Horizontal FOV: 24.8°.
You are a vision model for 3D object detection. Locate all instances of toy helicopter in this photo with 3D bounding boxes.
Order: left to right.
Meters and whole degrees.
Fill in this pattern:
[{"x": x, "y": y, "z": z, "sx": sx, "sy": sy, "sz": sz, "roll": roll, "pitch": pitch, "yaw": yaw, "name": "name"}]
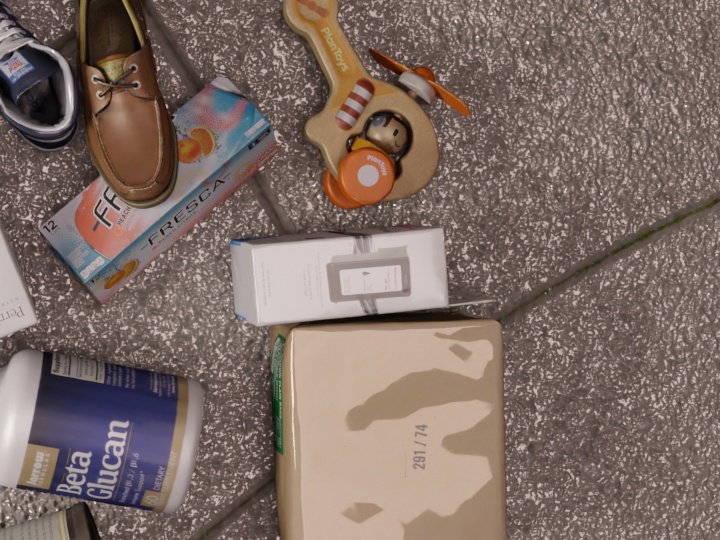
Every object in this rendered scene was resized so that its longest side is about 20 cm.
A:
[{"x": 0.003, "y": -0.155, "z": 1.368, "sx": 0.132, "sy": 0.079, "sz": 0.201, "roll": -29, "pitch": 94, "yaw": -11, "name": "toy helicopter"}]

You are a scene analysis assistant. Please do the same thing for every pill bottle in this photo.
[{"x": -0.233, "y": 0.125, "z": 1.304, "sx": 0.199, "sy": 0.111, "sz": 0.112, "roll": 11, "pitch": 90, "yaw": -13, "name": "pill bottle"}]

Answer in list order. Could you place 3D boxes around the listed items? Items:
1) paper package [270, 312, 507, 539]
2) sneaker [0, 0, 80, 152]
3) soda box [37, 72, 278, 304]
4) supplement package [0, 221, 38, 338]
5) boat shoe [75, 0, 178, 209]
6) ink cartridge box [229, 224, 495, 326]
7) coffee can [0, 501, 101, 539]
[{"x": 0.022, "y": 0.138, "z": 1.369, "sx": 0.190, "sy": 0.103, "sz": 0.201, "roll": -2, "pitch": 93, "yaw": -13, "name": "paper package"}, {"x": -0.290, "y": -0.180, "z": 1.280, "sx": 0.070, "sy": 0.108, "sz": 0.200, "roll": -41, "pitch": 100, "yaw": -9, "name": "sneaker"}, {"x": -0.162, "y": -0.066, "z": 1.327, "sx": 0.200, "sy": 0.068, "sz": 0.064, "roll": -42, "pitch": 75, "yaw": -9, "name": "soda box"}, {"x": -0.341, "y": -0.033, "z": 1.270, "sx": 0.116, "sy": 0.117, "sz": 0.201, "roll": -23, "pitch": 97, "yaw": -12, "name": "supplement package"}, {"x": -0.193, "y": -0.147, "z": 1.287, "sx": 0.072, "sy": 0.068, "sz": 0.201, "roll": -16, "pitch": 70, "yaw": -2, "name": "boat shoe"}, {"x": 0.000, "y": 0.000, "z": 1.351, "sx": 0.199, "sy": 0.116, "sz": 0.068, "roll": -5, "pitch": 95, "yaw": -13, "name": "ink cartridge box"}, {"x": -0.290, "y": 0.279, "z": 1.272, "sx": 0.199, "sy": 0.146, "sz": 0.147, "roll": -16, "pitch": 96, "yaw": -8, "name": "coffee can"}]
